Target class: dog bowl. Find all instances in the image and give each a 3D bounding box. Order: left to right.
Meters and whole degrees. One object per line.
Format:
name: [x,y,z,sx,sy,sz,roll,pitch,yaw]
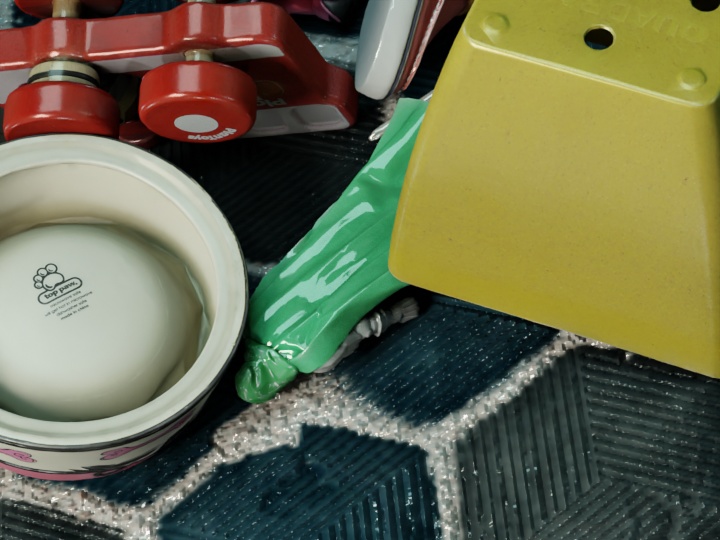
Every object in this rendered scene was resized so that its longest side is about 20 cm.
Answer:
dog bowl: [-0.162,0.027,1.614,0.200,0.074,0.200,2,59,-4]

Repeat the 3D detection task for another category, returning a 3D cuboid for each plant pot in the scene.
plant pot: [0.138,-0.096,1.543,0.200,0.177,0.200,17,56,15]

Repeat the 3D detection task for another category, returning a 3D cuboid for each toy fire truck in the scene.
toy fire truck: [-0.116,-0.111,1.706,0.200,0.168,0.112,-6,68,17]

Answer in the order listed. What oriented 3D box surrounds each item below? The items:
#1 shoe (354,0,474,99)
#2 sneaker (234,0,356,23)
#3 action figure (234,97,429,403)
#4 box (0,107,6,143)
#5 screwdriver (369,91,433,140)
shoe: [0.064,-0.181,1.746,0.091,0.071,0.200,21,68,-11]
sneaker: [-0.010,-0.198,1.816,0.200,0.079,0.096,-23,67,2]
action figure: [0.000,0.000,1.630,0.118,0.055,0.200,31,66,37]
box: [-0.323,-0.099,1.783,0.200,0.149,0.124,-31,45,-8]
screwdriver: [0.087,-0.136,1.726,0.200,0.029,0.028,-31,47,-8]
